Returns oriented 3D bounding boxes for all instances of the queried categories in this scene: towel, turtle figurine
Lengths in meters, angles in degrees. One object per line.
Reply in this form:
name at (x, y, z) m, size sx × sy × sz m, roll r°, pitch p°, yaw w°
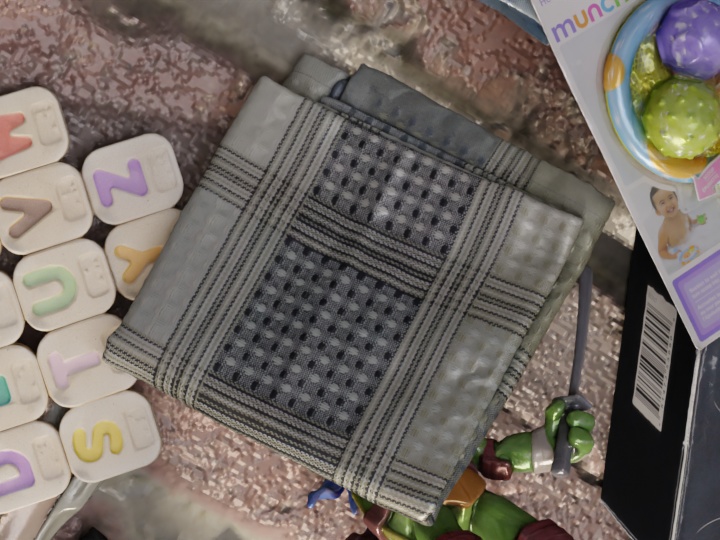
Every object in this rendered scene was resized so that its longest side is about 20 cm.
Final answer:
towel at (0.000, 0.000, 1.109) m, size 0.191 × 0.035 × 0.201 m, roll 26°, pitch 71°, yaw 16°
turtle figurine at (0.061, 0.091, 1.141) m, size 0.200 × 0.194 × 0.144 m, roll -44°, pitch 139°, yaw 6°

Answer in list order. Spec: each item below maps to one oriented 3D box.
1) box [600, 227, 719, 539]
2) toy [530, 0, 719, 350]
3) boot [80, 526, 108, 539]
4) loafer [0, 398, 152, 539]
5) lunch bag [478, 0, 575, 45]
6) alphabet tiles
box at (0.250, 0.056, 1.222) m, size 0.195 × 0.124 × 0.202 m, roll 3°, pitch 104°, yaw -13°
toy at (0.174, -0.075, 1.083) m, size 0.115 × 0.047 × 0.201 m, roll -31°, pitch 107°, yaw -18°
boot at (-0.141, 0.229, 1.140) m, size 0.132 × 0.200 × 0.070 m, roll -45°, pitch 118°, yaw -1°
loafer at (-0.191, 0.132, 1.173) m, size 0.063 × 0.072 × 0.200 m, roll 38°, pitch 88°, yaw -4°
lunch bag at (0.060, -0.224, 1.098) m, size 0.199 × 0.127 × 0.171 m, roll 27°, pitch 96°, yaw -9°
alphabet tiles at (-0.172, 0.015, 1.134) m, size 0.194 × 0.015 × 0.202 m, roll -17°, pitch 93°, yaw -5°
